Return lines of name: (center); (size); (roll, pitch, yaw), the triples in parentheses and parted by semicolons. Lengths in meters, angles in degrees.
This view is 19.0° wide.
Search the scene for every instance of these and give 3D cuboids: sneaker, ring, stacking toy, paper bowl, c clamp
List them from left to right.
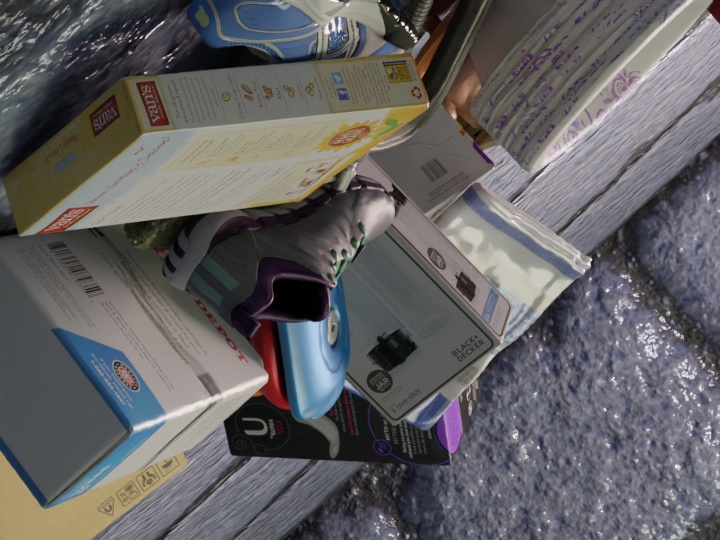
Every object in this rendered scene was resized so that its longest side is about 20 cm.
stacking toy: (-0.112, 0.039, 1.488); (0.199, 0.110, 0.116); (0, -155, 16)
sneaker: (-0.030, -0.149, 1.194); (0.077, 0.076, 0.200); (-36, 163, 17)
sneaker: (-0.033, 0.000, 1.361); (0.200, 0.088, 0.075); (-19, 146, -47)
c clamp: (0.034, -0.134, 1.346); (0.171, 0.027, 0.201); (-16, 138, -59)
ring: (0.103, -0.207, 1.491); (0.200, 0.019, 0.200); (-43, 175, -5)
paper bowl: (0.152, -0.171, 1.474); (0.201, 0.104, 0.201); (-43, 175, -5)

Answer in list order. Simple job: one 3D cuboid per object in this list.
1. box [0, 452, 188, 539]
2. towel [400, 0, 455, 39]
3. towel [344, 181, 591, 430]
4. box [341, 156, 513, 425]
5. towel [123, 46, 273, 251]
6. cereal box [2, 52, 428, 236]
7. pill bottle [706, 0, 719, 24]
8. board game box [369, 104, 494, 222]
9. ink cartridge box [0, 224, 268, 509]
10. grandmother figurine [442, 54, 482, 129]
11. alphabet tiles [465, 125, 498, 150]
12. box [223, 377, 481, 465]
box: (-0.238, 0.142, 1.561); (0.200, 0.021, 0.164); (-37, 128, -14)
towel: (0.035, -0.177, 1.440); (0.200, 0.023, 0.144); (-46, 170, 32)
towel: (0.068, 0.031, 1.647); (0.200, 0.024, 0.147); (-45, 132, 14)
box: (0.000, 0.000, 1.539); (0.117, 0.200, 0.060); (-40, -168, 28)
towel: (-0.055, -0.086, 1.339); (0.200, 0.036, 0.148); (-51, 158, 14)
cereal box: (-0.079, -0.070, 1.192); (0.199, 0.040, 0.144); (-8, 165, -40)
pill bottle: (0.279, -0.240, 1.545); (0.114, 0.200, 0.114); (-38, 170, -8)
board game box: (-0.001, -0.044, 1.664); (0.105, 0.103, 0.200); (-34, 168, -38)
ink cartridge box: (-0.164, 0.050, 1.339); (0.084, 0.145, 0.200); (-42, 170, 20)
grandmother figurine: (0.140, -0.189, 1.690); (0.200, 0.061, 0.121); (-40, 180, 17)
alphabet tiles: (0.128, -0.149, 1.757); (0.167, 0.008, 0.200); (-48, -170, -16)
box: (-0.012, 0.082, 1.795); (0.199, 0.123, 0.106); (1, -150, 18)
